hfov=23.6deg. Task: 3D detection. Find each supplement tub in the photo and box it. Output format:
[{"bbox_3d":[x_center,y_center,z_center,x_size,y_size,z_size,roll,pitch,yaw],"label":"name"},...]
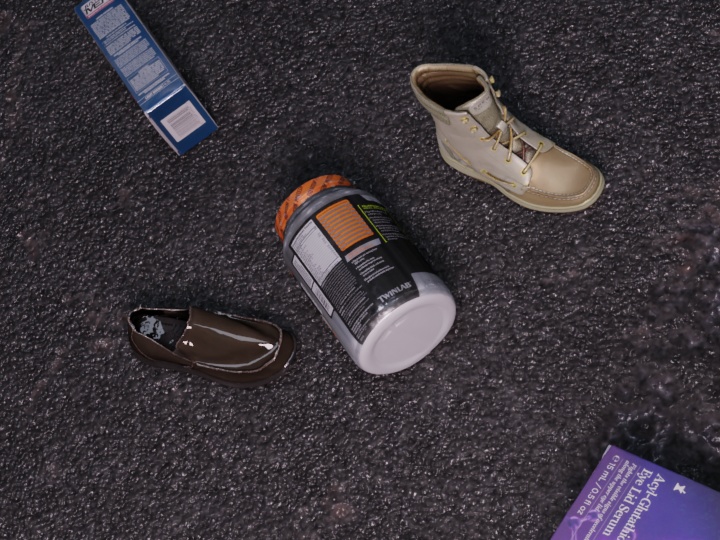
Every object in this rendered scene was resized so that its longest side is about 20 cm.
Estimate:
[{"bbox_3d":[0.000,0.000,1.785,0.123,0.123,0.200,-35,57,-1],"label":"supplement tub"}]

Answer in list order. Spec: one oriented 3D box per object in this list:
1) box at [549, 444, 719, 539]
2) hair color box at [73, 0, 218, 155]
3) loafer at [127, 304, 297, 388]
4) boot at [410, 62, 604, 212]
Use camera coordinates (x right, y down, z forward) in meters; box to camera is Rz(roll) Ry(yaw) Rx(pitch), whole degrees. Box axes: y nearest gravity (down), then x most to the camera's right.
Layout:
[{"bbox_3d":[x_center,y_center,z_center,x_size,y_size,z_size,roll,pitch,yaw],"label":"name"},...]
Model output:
[{"bbox_3d":[0.278,0.271,1.537,0.200,0.104,0.148,21,61,29],"label":"box"},{"bbox_3d":[-0.251,-0.237,2.014,0.061,0.100,0.200,-35,57,0],"label":"hair color box"},{"bbox_3d":[-0.165,0.076,1.831,0.200,0.071,0.073,3,64,21],"label":"loafer"},{"bbox_3d":[0.151,-0.140,1.788,0.200,0.155,0.072,25,73,29],"label":"boot"}]
